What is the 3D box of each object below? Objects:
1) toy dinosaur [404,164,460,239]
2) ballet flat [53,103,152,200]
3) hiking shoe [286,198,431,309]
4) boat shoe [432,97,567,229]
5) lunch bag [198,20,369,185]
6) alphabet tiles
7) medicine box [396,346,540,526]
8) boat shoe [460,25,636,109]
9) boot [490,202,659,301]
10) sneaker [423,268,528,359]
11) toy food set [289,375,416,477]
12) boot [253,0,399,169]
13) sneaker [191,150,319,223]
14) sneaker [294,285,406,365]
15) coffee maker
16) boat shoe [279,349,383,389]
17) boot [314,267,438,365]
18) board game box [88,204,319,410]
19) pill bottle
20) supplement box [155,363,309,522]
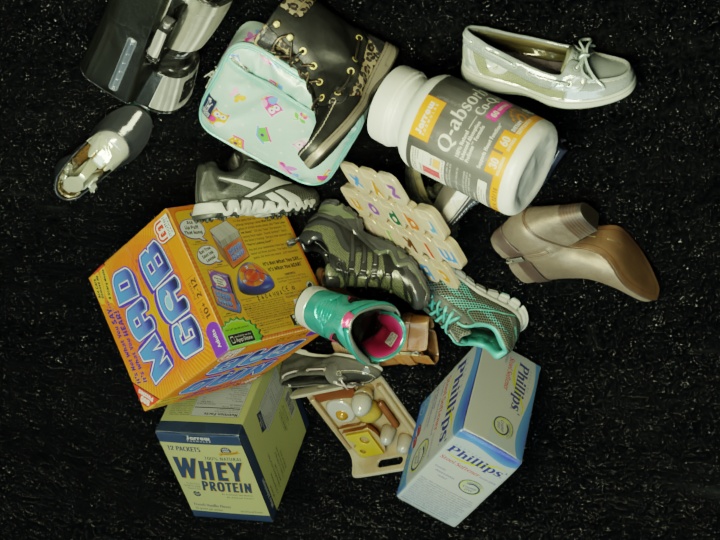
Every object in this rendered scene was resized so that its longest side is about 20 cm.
[{"bbox_3d":[0.088,-0.088,1.649,0.088,0.048,0.201,13,132,16],"label":"toy dinosaur"},{"bbox_3d":[-0.352,-0.151,1.726,0.073,0.073,0.200,43,131,-21],"label":"ballet flat"},{"bbox_3d":[0.000,0.000,1.684,0.200,0.101,0.076,39,162,15],"label":"hiking shoe"},{"bbox_3d":[0.168,-0.108,1.565,0.093,0.075,0.200,29,123,-13],"label":"boat shoe"},{"bbox_3d":[-0.096,-0.206,1.577,0.199,0.077,0.161,28,135,-9],"label":"lunch bag"},{"bbox_3d":[0.053,-0.059,1.625,0.200,0.015,0.196,20,150,53],"label":"alphabet tiles"},{"bbox_3d":[0.155,0.230,1.824,0.103,0.183,0.200,28,135,-8],"label":"medicine box"},{"bbox_3d":[0.212,-0.234,1.449,0.201,0.075,0.065,13,138,17],"label":"boat shoe"},{"bbox_3d":[0.270,-0.013,1.647,0.146,0.070,0.200,-23,120,42],"label":"boot"},{"bbox_3d":[0.131,0.055,1.733,0.199,0.091,0.078,22,134,-1],"label":"sneaker"},{"bbox_3d":[0.000,0.243,1.976,0.143,0.061,0.200,-15,125,30],"label":"toy food set"},{"bbox_3d":[-0.057,-0.226,1.471,0.150,0.200,0.073,36,153,-8],"label":"boot"},{"bbox_3d":[-0.132,-0.111,1.644,0.066,0.199,0.091,-7,90,48],"label":"sneaker"},{"bbox_3d":[0.020,0.077,1.652,0.121,0.084,0.200,24,-177,40],"label":"sneaker"},{"bbox_3d":[-0.253,-0.313,1.517,0.192,0.135,0.200,48,134,11],"label":"coffee maker"},{"bbox_3d":[-0.045,0.153,1.863,0.200,0.057,0.067,3,158,48],"label":"boat shoe"},{"bbox_3d":[0.021,0.070,1.788,0.155,0.077,0.200,4,139,24],"label":"boot"},{"bbox_3d":[-0.197,0.039,1.702,0.200,0.200,0.200,-35,74,40],"label":"board game box"},{"bbox_3d":[0.115,-0.153,1.463,0.199,0.116,0.117,28,138,21],"label":"pill bottle"},{"bbox_3d":[-0.188,0.237,1.938,0.134,0.200,0.201,0,131,20],"label":"supplement box"}]
